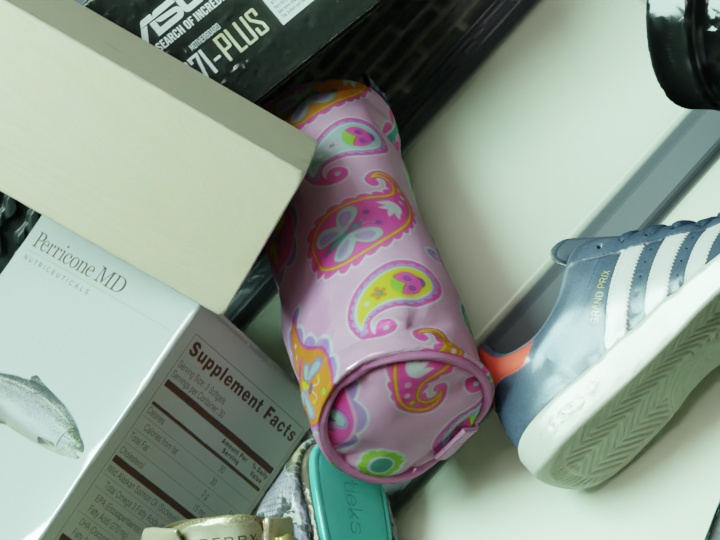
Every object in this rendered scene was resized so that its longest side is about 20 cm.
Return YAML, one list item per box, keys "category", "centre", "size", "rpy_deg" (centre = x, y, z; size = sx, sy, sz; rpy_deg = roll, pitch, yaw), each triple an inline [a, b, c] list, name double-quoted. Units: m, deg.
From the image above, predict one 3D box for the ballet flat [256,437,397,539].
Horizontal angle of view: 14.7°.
- category: "ballet flat"
  centre: [-0.007, 0.169, 1.191]
  size: [0.072, 0.072, 0.201]
  rpy_deg: [-24, 53, 17]

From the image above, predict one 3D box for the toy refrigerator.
- category: "toy refrigerator"
  centre: [-0.124, -0.069, 1.207]
  size: [0.076, 0.200, 0.070]
  rpy_deg: [-60, 4, 16]

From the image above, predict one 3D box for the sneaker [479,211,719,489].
- category: "sneaker"
  centre: [0.133, 0.001, 1.189]
  size: [0.200, 0.075, 0.085]
  rpy_deg: [-39, 55, 6]

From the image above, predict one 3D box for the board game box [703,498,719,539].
- category: "board game box"
  centre: [0.234, 0.094, 1.014]
  size: [0.200, 0.028, 0.135]
  rpy_deg: [17, 76, 23]

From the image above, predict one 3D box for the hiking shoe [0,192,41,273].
- category: "hiking shoe"
  centre: [-0.220, 0.003, 1.413]
  size: [0.200, 0.074, 0.087]
  rpy_deg: [-43, 29, 0]

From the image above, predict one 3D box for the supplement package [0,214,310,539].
- category: "supplement package"
  centre: [-0.135, 0.098, 1.264]
  size: [0.117, 0.117, 0.200]
  rpy_deg: [26, 78, 39]

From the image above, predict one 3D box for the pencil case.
- category: "pencil case"
  centre: [0.000, 0.000, 1.248]
  size: [0.087, 0.087, 0.200]
  rpy_deg: [-31, 42, 12]

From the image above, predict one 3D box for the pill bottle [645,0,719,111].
- category: "pill bottle"
  centre: [0.228, -0.108, 1.174]
  size: [0.200, 0.112, 0.112]
  rpy_deg: [4, 65, 33]

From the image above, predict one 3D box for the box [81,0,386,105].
- category: "box"
  centre: [-0.070, -0.120, 1.319]
  size: [0.200, 0.086, 0.164]
  rpy_deg: [-38, 6, 6]

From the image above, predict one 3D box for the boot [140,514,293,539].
- category: "boot"
  centre: [-0.051, 0.176, 1.105]
  size: [0.073, 0.200, 0.156]
  rpy_deg: [-1, 91, -7]
